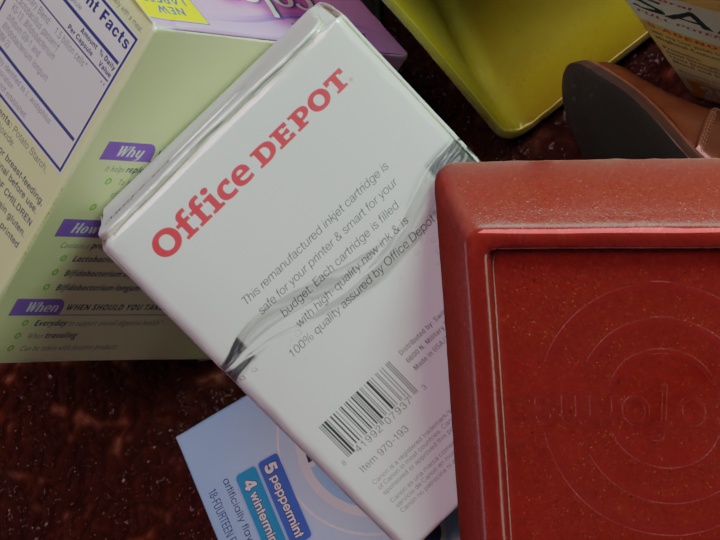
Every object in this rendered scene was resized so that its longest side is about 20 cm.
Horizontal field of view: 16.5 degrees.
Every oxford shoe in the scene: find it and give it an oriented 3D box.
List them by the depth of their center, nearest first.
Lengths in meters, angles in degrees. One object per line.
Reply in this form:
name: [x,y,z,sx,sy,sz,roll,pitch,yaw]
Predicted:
oxford shoe: [0.175,-0.045,1.186,0.071,0.072,0.200,-30,51,-27]

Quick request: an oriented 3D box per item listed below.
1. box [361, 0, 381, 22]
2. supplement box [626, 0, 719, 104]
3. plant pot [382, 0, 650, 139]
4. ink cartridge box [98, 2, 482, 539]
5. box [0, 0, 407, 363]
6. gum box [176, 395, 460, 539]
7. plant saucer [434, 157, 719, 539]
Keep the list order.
box: [-0.089,-0.144,1.329,0.199,0.048,0.123,-11,68,19]
supplement box: [0.191,-0.127,1.119,0.125,0.200,0.074,19,81,27]
plant pot: [0.072,-0.225,1.216,0.200,0.200,0.177,-37,52,8]
ink cartridge box: [0.000,0.000,1.113,0.145,0.083,0.200,-43,103,4]
box: [-0.107,-0.060,1.199,0.097,0.175,0.200,49,120,30]
gum box: [0.030,0.108,1.197,0.199,0.045,0.171,-30,64,10]
plant saucer: [0.128,0.055,1.040,0.198,0.037,0.201,0,105,18]
